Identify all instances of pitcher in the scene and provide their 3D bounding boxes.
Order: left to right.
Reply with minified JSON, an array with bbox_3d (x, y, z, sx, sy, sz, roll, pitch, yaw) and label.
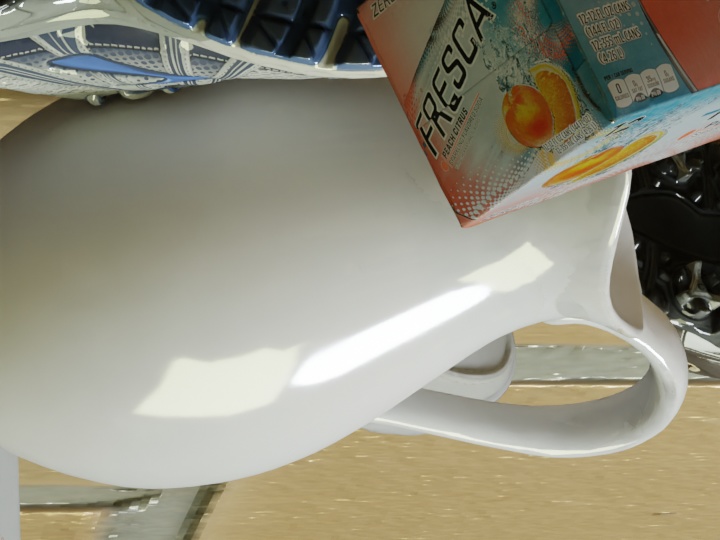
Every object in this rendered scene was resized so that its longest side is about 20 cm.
[{"bbox_3d":[-0.009,0.010,0.857,0.199,0.122,0.172,-13,132,9],"label":"pitcher"}]

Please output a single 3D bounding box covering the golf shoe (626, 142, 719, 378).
[{"bbox_3d":[0.118,0.007,1.007,0.199,0.078,0.094,14,150,-35],"label":"golf shoe"}]

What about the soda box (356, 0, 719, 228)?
[{"bbox_3d":[0.099,-0.074,0.737,0.199,0.064,0.068,-20,170,-39],"label":"soda box"}]

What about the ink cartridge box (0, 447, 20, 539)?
[{"bbox_3d":[-0.204,0.087,0.967,0.144,0.201,0.145,-12,156,17],"label":"ink cartridge box"}]

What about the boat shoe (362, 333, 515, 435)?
[{"bbox_3d":[0.000,0.000,0.983,0.066,0.072,0.200,-17,146,36],"label":"boat shoe"}]

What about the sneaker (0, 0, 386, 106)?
[{"bbox_3d":[-0.058,-0.083,0.788,0.199,0.077,0.085,5,166,-4],"label":"sneaker"}]
